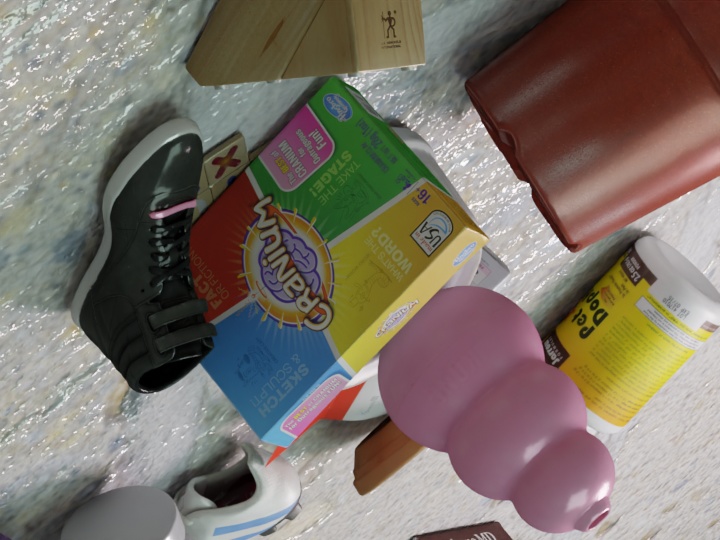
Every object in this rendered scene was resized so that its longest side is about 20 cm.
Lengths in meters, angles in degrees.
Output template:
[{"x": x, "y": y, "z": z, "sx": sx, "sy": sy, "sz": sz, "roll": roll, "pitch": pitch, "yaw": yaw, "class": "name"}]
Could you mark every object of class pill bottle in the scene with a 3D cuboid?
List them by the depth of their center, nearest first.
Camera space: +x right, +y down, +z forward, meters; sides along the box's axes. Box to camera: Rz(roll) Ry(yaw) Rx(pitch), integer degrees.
[{"x": -0.163, "y": 0.274, "z": 1.849, "sx": 0.115, "sy": 0.116, "sz": 0.201, "roll": -30, "pitch": 127, "yaw": -22, "class": "pill bottle"}, {"x": 0.234, "y": 0.072, "z": 2.167, "sx": 0.200, "sy": 0.109, "sz": 0.109, "roll": -48, "pitch": 155, "yaw": 15, "class": "pill bottle"}]

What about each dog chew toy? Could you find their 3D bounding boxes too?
[{"x": 0.104, "y": 0.106, "z": 1.687, "sx": 0.124, "sy": 0.200, "sz": 0.125, "roll": -35, "pitch": 158, "yaw": -17, "class": "dog chew toy"}]

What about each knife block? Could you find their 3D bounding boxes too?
[{"x": -0.023, "y": -0.203, "z": 1.413, "sx": 0.199, "sy": 0.176, "sz": 0.064, "roll": -1, "pitch": -173, "yaw": 43, "class": "knife block"}]

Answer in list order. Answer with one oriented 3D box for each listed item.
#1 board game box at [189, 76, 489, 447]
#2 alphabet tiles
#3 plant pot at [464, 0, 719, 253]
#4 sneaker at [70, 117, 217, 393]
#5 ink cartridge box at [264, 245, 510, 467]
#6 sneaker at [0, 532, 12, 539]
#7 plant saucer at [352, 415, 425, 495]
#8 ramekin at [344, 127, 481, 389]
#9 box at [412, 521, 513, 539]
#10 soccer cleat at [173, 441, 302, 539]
[{"x": -0.034, "y": -0.005, "z": 1.581, "sx": 0.200, "sy": 0.153, "sz": 0.040, "roll": -47, "pitch": 154, "yaw": 11, "class": "board game box"}, {"x": -0.111, "y": -0.017, "z": 1.642, "sx": 0.166, "sy": 0.006, "sz": 0.200, "roll": -35, "pitch": 155, "yaw": -14, "class": "alphabet tiles"}, {"x": 0.193, "y": -0.126, "z": 1.701, "sx": 0.195, "sy": 0.201, "sz": 0.201, "roll": -32, "pitch": 156, "yaw": 2, "class": "plant pot"}, {"x": -0.122, "y": -0.003, "z": 1.523, "sx": 0.071, "sy": 0.099, "sz": 0.200, "roll": -17, "pitch": 145, "yaw": -38, "class": "sneaker"}, {"x": 0.022, "y": 0.080, "z": 1.871, "sx": 0.200, "sy": 0.057, "sz": 0.163, "roll": -46, "pitch": 173, "yaw": -29, "class": "ink cartridge box"}, {"x": -0.239, "y": 0.253, "z": 1.758, "sx": 0.076, "sy": 0.088, "sz": 0.200, "roll": -40, "pitch": 131, "yaw": -10, "class": "sneaker"}, {"x": 0.065, "y": 0.114, "z": 2.009, "sx": 0.200, "sy": 0.037, "sz": 0.200, "roll": -40, "pitch": 179, "yaw": -1, "class": "plant saucer"}, {"x": 0.000, "y": 0.000, "z": 1.711, "sx": 0.202, "sy": 0.094, "sz": 0.203, "roll": -36, "pitch": 159, "yaw": -17, "class": "ramekin"}, {"x": 0.115, "y": 0.390, "z": 2.412, "sx": 0.166, "sy": 0.200, "sz": 0.164, "roll": -2, "pitch": 135, "yaw": -54, "class": "box"}, {"x": -0.140, "y": 0.213, "z": 1.930, "sx": 0.200, "sy": 0.070, "sz": 0.086, "roll": -41, "pitch": 133, "yaw": 6, "class": "soccer cleat"}]
